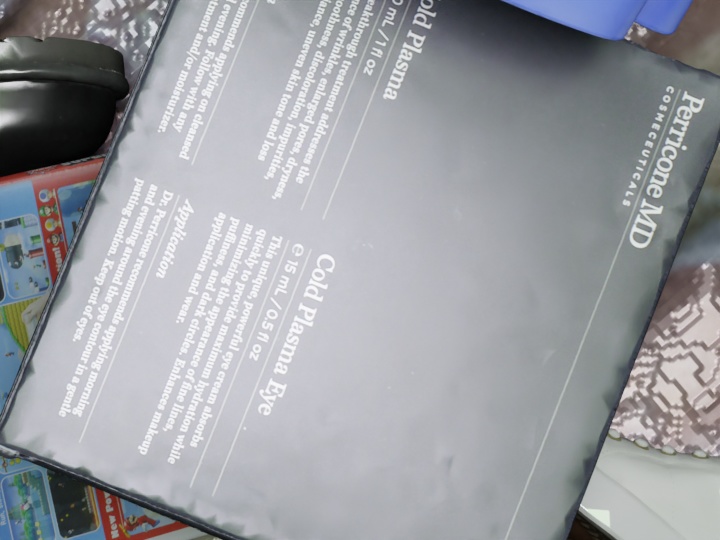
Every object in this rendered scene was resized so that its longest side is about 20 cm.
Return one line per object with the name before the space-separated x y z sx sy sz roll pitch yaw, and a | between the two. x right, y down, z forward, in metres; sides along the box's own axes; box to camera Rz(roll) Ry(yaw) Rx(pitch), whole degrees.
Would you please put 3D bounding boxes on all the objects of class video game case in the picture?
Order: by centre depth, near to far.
video game case | -0.068 0.026 0.864 0.199 0.017 0.144 -14 101 -21

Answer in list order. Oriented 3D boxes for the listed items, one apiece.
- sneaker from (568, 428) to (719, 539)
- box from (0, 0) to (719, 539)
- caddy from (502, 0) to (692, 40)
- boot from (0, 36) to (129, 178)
sneaker | 0.128 0.090 0.893 0.199 0.073 0.085 34 71 -3
box | 0.000 0.000 0.796 0.181 0.104 0.201 23 86 -2
caddy | 0.041 -0.153 0.750 0.199 0.141 0.105 28 107 15
boot | -0.172 0.010 0.875 0.210 0.079 0.159 -15 85 4
